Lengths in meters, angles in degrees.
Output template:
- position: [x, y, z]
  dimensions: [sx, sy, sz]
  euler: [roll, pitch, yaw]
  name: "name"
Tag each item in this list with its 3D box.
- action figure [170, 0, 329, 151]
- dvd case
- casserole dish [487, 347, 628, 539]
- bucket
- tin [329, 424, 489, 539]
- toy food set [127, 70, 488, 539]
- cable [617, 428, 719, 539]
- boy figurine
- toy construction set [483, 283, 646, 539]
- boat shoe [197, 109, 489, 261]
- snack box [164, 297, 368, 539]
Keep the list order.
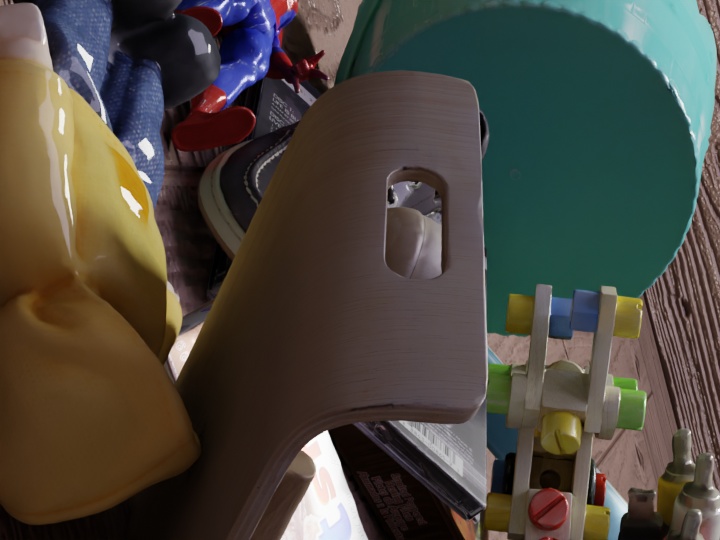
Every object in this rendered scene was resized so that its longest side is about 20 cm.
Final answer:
- position: [-0.048, -0.105, 0.908]
  dimensions: [0.200, 0.051, 0.066]
  euler: [-78, 146, -70]
  name: "action figure"
- position: [0.000, 0.000, 0.925]
  dimensions: [0.149, 0.016, 0.201]
  euler: [42, 26, -20]
  name: "dvd case"
- position: [0.105, 0.108, 1.171]
  dimensions: [0.200, 0.039, 0.121]
  euler: [51, 3, 39]
  name: "casserole dish"
- position: [0.082, -0.075, 1.091]
  dimensions: [0.135, 0.206, 0.208]
  euler: [-73, 146, -62]
  name: "bucket"
- position: [0.018, 0.066, 1.027]
  dimensions: [0.201, 0.042, 0.113]
  euler: [63, 21, -45]
  name: "tin"
- position: [-0.018, 0.060, 0.587]
  dimensions: [0.144, 0.060, 0.201]
  euler: [-88, -159, -54]
  name: "toy food set"
- position: [0.145, 0.180, 1.006]
  dimensions: [0.097, 0.050, 0.201]
  euler: [-75, 163, -61]
  name: "cable"
- position: [-0.078, -0.017, 0.612]
  dimensions: [0.201, 0.064, 0.125]
  euler: [-94, 168, -50]
  name: "boy figurine"
- position: [0.079, 0.112, 0.969]
  dimensions: [0.131, 0.091, 0.201]
  euler: [88, 23, -74]
  name: "toy construction set"
- position: [-0.001, -0.041, 0.880]
  dimensions: [0.072, 0.065, 0.200]
  euler: [54, 24, 6]
  name: "boat shoe"
- position: [-0.022, 0.109, 0.733]
  dimensions: [0.072, 0.024, 0.201]
  euler: [-31, 103, -57]
  name: "snack box"
